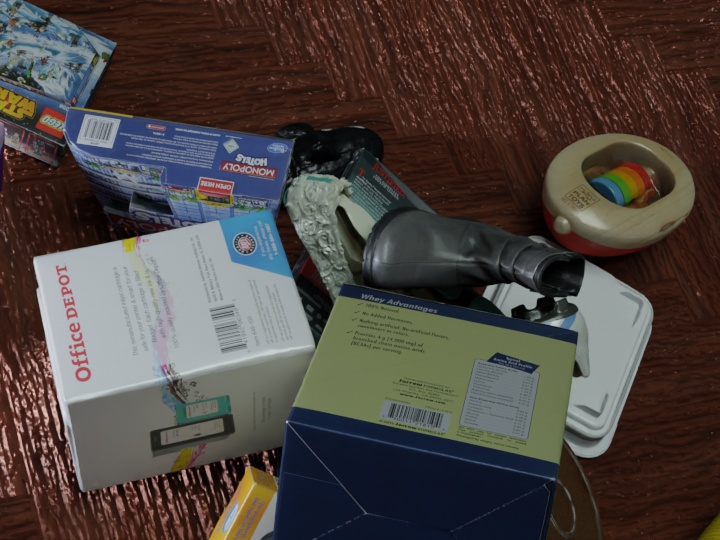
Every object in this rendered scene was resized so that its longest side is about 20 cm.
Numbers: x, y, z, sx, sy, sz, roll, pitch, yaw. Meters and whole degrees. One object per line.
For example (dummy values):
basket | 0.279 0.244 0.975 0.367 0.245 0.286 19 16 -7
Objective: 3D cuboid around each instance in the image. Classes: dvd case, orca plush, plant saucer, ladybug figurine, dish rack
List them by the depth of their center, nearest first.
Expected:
plant saucer | 0.161 0.207 1.429 0.200 0.032 0.201 41 37 -41
dvd case | 0.013 0.003 1.538 0.146 0.022 0.200 40 54 -20
orca plush | -0.059 -0.111 1.574 0.200 0.071 0.105 -2 62 -22
dish rack | 0.194 0.063 1.587 0.171 0.044 0.200 29 54 -2
ladybug figurine | 0.252 -0.069 1.657 0.200 0.072 0.136 -23 59 -40

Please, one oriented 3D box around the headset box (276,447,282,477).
headset box | 0.025 0.179 1.433 0.200 0.075 0.149 7 59 -17

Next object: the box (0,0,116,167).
box | -0.344 -0.195 1.532 0.200 0.040 0.137 25 54 -6

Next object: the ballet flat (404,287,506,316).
ballet flat | 0.081 0.042 1.508 0.200 0.074 0.074 48 56 1

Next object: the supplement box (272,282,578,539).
supplement box | 0.053 0.132 1.266 0.200 0.135 0.200 12 31 6

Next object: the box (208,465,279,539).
box | -0.028 0.251 1.337 0.200 0.041 0.119 25 100 -15

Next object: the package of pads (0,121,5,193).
package of pads | -0.369 -0.033 1.378 0.076 0.121 0.200 22 56 -1

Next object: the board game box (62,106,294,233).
board game box | -0.148 -0.059 1.458 0.200 0.200 0.062 9 68 9

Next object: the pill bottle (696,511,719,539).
pill bottle | 0.352 0.270 1.484 0.111 0.111 0.200 45 55 8

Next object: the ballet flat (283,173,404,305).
ballet flat | 0.000 0.000 1.432 0.072 0.072 0.200 -53 127 -35

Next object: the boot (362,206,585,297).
boot | 0.102 -0.010 1.399 0.131 0.070 0.200 17 17 34

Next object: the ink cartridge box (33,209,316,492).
ink cartridge box | -0.152 0.066 1.352 0.200 0.146 0.147 -12 55 -11

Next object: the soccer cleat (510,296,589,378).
soccer cleat | 0.109 0.088 1.430 0.200 0.070 0.087 -17 97 -11
